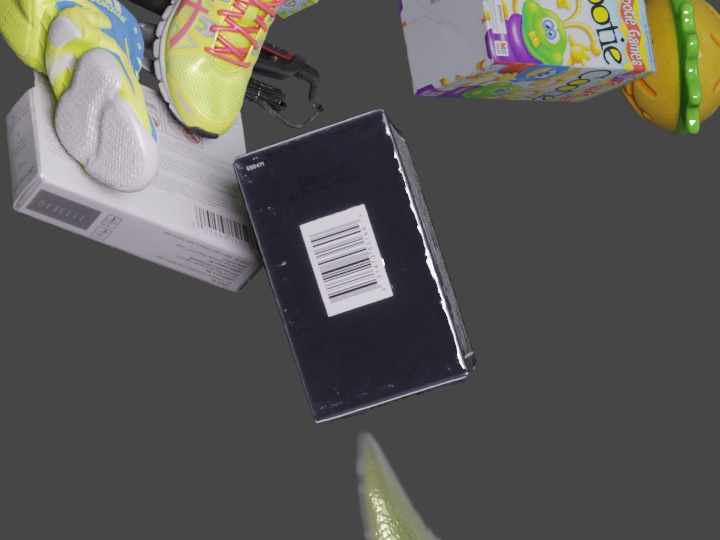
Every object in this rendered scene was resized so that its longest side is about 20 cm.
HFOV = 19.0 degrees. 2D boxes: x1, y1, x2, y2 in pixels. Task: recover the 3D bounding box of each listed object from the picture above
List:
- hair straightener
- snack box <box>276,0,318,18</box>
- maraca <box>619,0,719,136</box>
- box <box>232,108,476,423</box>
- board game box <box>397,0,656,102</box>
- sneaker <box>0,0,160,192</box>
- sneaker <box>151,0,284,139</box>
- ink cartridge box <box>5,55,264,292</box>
[{"bbox_3d":[-0.105,-0.154,1.672,0.199,0.041,0.077,24,64,-38],"label":"hair straightener"},{"bbox_3d":[-0.064,-0.325,1.743,0.142,0.053,0.201,40,55,-26],"label":"snack box"},{"bbox_3d":[0.284,-0.187,1.923,0.106,0.200,0.138,-8,100,1],"label":"maraca"},{"bbox_3d":[0.000,0.000,1.591,0.198,0.123,0.201,9,63,-84],"label":"box"},{"bbox_3d":[0.144,-0.209,1.848,0.199,0.105,0.104,-2,79,-40],"label":"board game box"},{"bbox_3d":[-0.177,-0.142,1.531,0.105,0.076,0.200,-7,59,-52],"label":"sneaker"},{"bbox_3d":[-0.095,-0.197,1.601,0.078,0.090,0.201,18,73,-34],"label":"sneaker"},{"bbox_3d":[-0.169,-0.089,1.591,0.199,0.044,0.174,22,39,-33],"label":"ink cartridge box"}]
